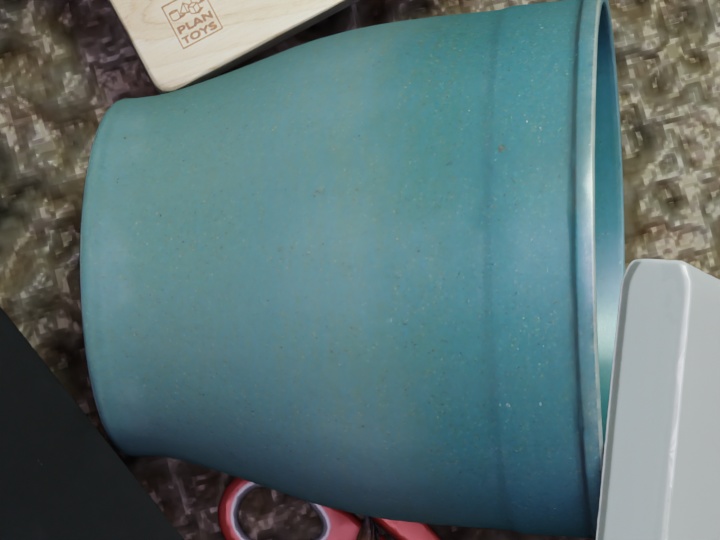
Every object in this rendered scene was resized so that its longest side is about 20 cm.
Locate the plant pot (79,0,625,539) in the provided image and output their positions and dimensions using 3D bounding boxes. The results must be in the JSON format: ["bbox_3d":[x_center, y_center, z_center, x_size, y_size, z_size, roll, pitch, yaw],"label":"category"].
[{"bbox_3d":[0.000,0.000,0.998,0.187,0.200,0.201,-1,84,8],"label":"plant pot"}]

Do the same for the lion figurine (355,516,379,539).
[{"bbox_3d":[0.000,0.208,1.040,0.122,0.072,0.201,-30,72,12],"label":"lion figurine"}]

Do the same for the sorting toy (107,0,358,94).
[{"bbox_3d":[-0.036,-0.197,1.071,0.199,0.070,0.199,-28,86,-4],"label":"sorting toy"}]

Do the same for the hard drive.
[{"bbox_3d":[0.130,0.075,0.989,0.026,0.200,0.133,4,84,23],"label":"hard drive"}]

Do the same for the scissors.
[{"bbox_3d":[0.035,0.116,1.070,0.199,0.014,0.073,29,82,2],"label":"scissors"}]

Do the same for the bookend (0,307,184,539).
[{"bbox_3d":[-0.181,0.115,0.946,0.200,0.092,0.199,54,57,-27],"label":"bookend"}]
